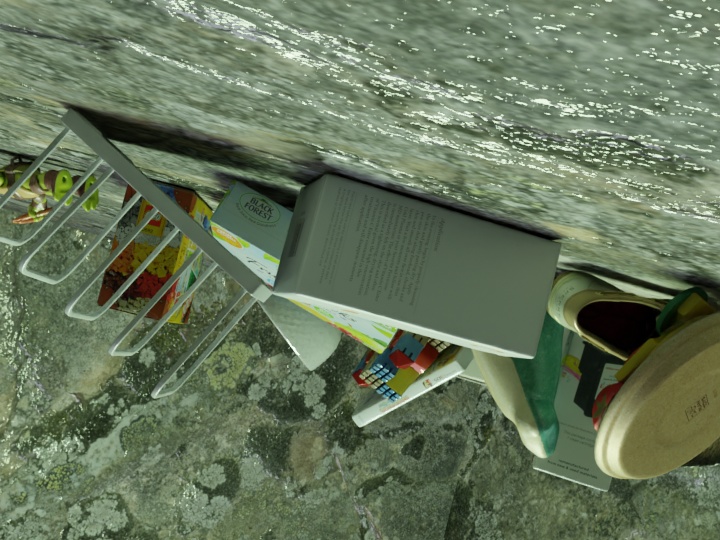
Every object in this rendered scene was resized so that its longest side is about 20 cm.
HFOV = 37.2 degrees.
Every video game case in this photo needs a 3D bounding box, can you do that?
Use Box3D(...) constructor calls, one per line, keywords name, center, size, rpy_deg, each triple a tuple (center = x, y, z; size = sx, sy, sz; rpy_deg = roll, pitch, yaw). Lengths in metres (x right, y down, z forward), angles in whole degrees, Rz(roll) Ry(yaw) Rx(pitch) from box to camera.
Box3D(name="video game case", center=(0.095, 0.114, 1.394), size=(0.182, 0.023, 0.200), rpy_deg=(-33, -174, 34))

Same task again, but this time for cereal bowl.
Box3D(name="cereal bowl", center=(-0.083, 0.010, 1.214), size=(0.200, 0.083, 0.200), rpy_deg=(53, 177, 5))

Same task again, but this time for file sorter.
Box3D(name="file sorter", center=(-0.189, -0.008, 0.875), size=(0.200, 0.125, 0.139), rpy_deg=(43, 176, 2))

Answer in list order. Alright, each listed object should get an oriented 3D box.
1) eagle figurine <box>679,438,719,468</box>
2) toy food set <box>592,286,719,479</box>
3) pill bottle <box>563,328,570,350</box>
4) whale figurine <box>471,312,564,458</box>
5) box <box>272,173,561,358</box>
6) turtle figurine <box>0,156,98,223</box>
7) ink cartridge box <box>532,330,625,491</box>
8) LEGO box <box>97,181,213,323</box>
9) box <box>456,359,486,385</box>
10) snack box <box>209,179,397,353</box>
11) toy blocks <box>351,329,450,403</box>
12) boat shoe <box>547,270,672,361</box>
Box3D(name="eagle figurine", center=(0.494, 0.178, 1.320), size=(0.199, 0.152, 0.152), rpy_deg=(7, -174, 2))
Box3D(name="toy food set", center=(0.283, 0.106, 0.947), size=(0.200, 0.198, 0.049), rpy_deg=(31, -166, -48))
Box3D(name="pill bottle", center=(0.240, 0.095, 1.373), size=(0.112, 0.113, 0.200), rpy_deg=(13, 175, 24))
Box3D(name="whale figurine", center=(0.172, 0.088, 1.104), size=(0.103, 0.201, 0.159), rpy_deg=(-21, 143, 4))
Box3D(name="box", center=(0.042, -0.001, 0.878), size=(0.199, 0.098, 0.124), rpy_deg=(16, 175, -12))
Box3D(name="turtle figurine", center=(-0.404, -0.102, 1.315), size=(0.161, 0.065, 0.200), rpy_deg=(5, 164, 23))
Box3D(name="ink cartridge box", center=(0.255, 0.129, 1.179), size=(0.082, 0.201, 0.146), rpy_deg=(16, 176, 11))
Box3D(name="LEGO box", center=(-0.237, -0.018, 1.272), size=(0.077, 0.150, 0.200), rpy_deg=(14, 177, 0))
Box3D(name="box", center=(0.207, 0.115, 1.646), size=(0.109, 0.128, 0.200), rpy_deg=(14, 175, 23))
Box3D(name="snack box", center=(-0.047, 0.000, 1.043), size=(0.199, 0.053, 0.142), rpy_deg=(29, 164, 3))
Box3D(name="toy blocks", center=(0.054, 0.093, 1.289), size=(0.100, 0.137, 0.200), rpy_deg=(39, 145, -6))
Box3D(name="boat shoe", center=(0.269, 0.060, 0.994), size=(0.199, 0.074, 0.066), rpy_deg=(15, -164, -12))
